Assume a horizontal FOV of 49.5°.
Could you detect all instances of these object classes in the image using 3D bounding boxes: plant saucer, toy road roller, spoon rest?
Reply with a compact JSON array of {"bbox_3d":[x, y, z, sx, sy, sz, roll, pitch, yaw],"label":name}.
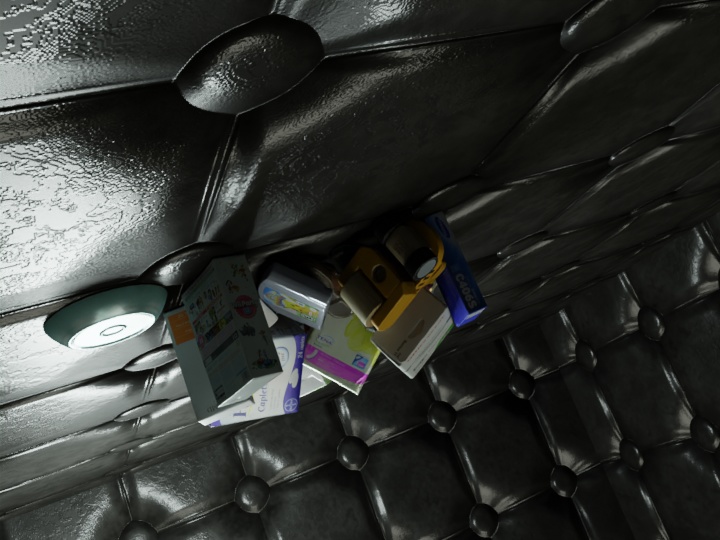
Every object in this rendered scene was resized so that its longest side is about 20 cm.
[{"bbox_3d":[-0.400,0.082,1.247,0.197,0.037,0.200,-22,166,-6],"label":"plant saucer"},{"bbox_3d":[0.070,0.003,1.413,0.201,0.123,0.145,-51,154,19],"label":"toy road roller"},{"bbox_3d":[-0.209,0.071,1.443,0.097,0.062,0.200,11,171,6],"label":"spoon rest"}]

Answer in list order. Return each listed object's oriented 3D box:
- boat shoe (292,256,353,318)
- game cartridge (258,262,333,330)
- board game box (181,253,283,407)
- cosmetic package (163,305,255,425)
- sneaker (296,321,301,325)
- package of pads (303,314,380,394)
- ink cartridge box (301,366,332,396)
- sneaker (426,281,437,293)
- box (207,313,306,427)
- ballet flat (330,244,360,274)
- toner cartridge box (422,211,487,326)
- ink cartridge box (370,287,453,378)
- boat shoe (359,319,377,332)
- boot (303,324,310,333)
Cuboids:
[{"bbox_3d":[-0.074,0.020,1.473,0.071,0.069,0.200,-15,147,15],"label":"boat shoe"},{"bbox_3d":[-0.119,0.048,1.402,0.041,0.132,0.200,-62,177,-19],"label":"game cartridge"},{"bbox_3d":[-0.210,0.098,1.261,0.063,0.203,0.147,-10,162,-39],"label":"board game box"},{"bbox_3d":[-0.268,0.158,1.386,0.100,0.203,0.071,-21,166,-6],"label":"cosmetic package"},{"bbox_3d":[-0.152,0.124,1.686,0.073,0.082,0.199,-8,160,-45],"label":"sneaker"},{"bbox_3d":[-0.026,0.130,1.611,0.202,0.153,0.068,-62,-177,10],"label":"package of pads"},{"bbox_3d":[-0.062,0.207,1.800,0.116,0.068,0.199,-30,179,44],"label":"ink cartridge box"},{"bbox_3d":[0.117,0.021,1.714,0.197,0.091,0.075,-24,166,4],"label":"sneaker"},{"bbox_3d":[-0.221,0.196,1.560,0.197,0.105,0.187,-5,115,-29],"label":"box"},{"bbox_3d":[0.000,0.000,1.505,0.067,0.070,0.200,-24,165,13],"label":"ballet flat"},{"bbox_3d":[0.170,-0.002,1.491,0.042,0.203,0.095,-20,166,-14],"label":"toner cartridge box"},{"bbox_3d":[0.105,0.120,1.527,0.147,0.083,0.200,-50,164,-5],"label":"ink cartridge box"},{"bbox_3d":[0.068,0.036,1.518,0.201,0.074,0.066,-55,-155,5],"label":"boat shoe"},{"bbox_3d":[-0.031,0.120,1.770,0.197,0.074,0.144,-21,-164,-4],"label":"boot"}]
